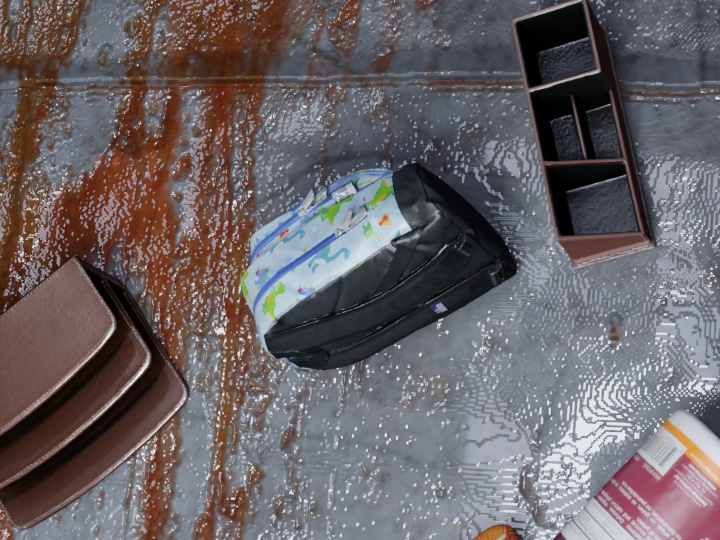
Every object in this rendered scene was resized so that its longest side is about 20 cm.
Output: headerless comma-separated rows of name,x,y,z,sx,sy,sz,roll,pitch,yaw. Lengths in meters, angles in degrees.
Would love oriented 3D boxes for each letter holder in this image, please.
letter holder,-0.267,0.112,1.673,0.199,0.101,0.143,-38,69,6

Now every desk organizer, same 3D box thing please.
desk organizer,0.179,-0.113,1.592,0.071,0.077,0.202,-15,71,15

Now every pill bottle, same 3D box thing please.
pill bottle,0.214,0.213,1.469,0.200,0.114,0.114,-47,66,2

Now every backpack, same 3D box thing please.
backpack,0.000,0.000,1.591,0.200,0.163,0.154,-43,58,11

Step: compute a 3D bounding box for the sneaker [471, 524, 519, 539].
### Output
sneaker,0.043,0.267,1.539,0.200,0.073,0.077,-44,56,0
